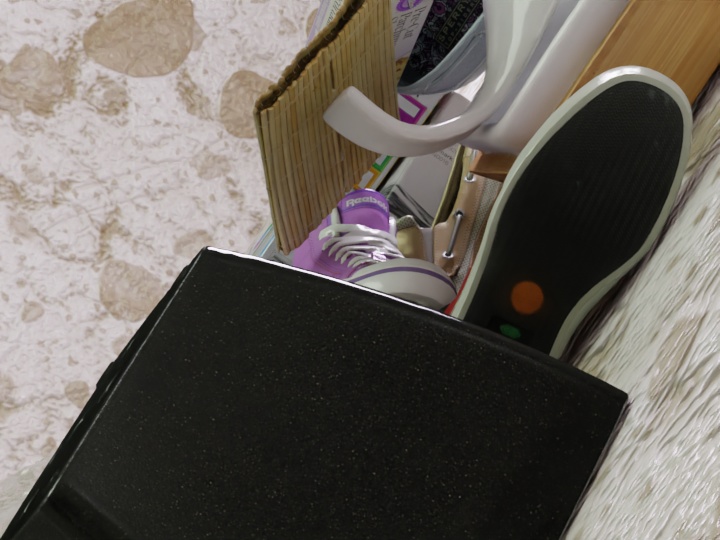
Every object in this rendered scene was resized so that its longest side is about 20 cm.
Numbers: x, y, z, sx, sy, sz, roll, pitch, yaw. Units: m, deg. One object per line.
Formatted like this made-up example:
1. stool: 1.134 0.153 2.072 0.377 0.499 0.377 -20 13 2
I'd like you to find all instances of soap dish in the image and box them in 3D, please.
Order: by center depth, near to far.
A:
1. soap dish: 0.125 -0.105 1.408 0.158 0.081 0.200 -56 5 -1

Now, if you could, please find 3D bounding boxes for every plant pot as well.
1. plant pot: -0.040 0.108 1.110 0.200 0.177 0.200 -58 6 -32

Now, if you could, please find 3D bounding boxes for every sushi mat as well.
1. sushi mat: -0.015 -0.075 1.379 0.096 0.012 0.200 -49 -14 -14

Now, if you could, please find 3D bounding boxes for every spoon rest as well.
1. spoon rest: 0.070 -0.123 1.359 0.200 0.061 0.099 -44 3 -21

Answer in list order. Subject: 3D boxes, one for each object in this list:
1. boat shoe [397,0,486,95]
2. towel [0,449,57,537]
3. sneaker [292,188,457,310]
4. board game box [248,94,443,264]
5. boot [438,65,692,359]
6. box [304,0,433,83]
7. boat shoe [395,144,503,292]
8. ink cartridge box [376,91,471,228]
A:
1. boat shoe: 0.069 -0.172 1.440 0.071 0.070 0.201 -30 -27 -59
2. towel: -0.127 0.103 1.384 0.200 0.035 0.133 -30 13 10
3. sneaker: -0.001 0.000 1.448 0.200 0.073 0.115 146 137 -63
4. board game box: 0.000 -0.071 1.669 0.200 0.034 0.134 -54 5 2
5. boot: 0.083 -0.008 1.292 0.200 0.072 0.144 -59 4 5
6. box: -0.004 -0.109 1.435 0.041 0.039 0.200 -22 -20 -23
7. boat shoe: 0.042 0.001 1.538 0.072 0.076 0.200 -49 10 49
8. ink cartridge box: 0.018 0.010 1.646 0.200 0.084 0.146 -57 6 -25
